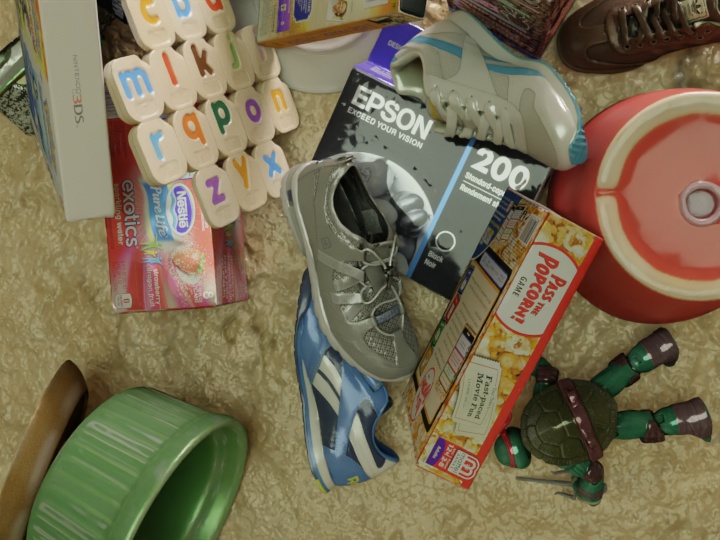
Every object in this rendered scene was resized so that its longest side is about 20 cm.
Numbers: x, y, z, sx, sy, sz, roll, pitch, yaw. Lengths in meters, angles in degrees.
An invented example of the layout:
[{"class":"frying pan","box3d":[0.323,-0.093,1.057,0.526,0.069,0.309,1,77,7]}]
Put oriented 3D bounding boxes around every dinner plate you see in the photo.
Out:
[{"class":"dinner plate","box3d":[-0.035,-0.265,0.799,0.197,0.024,0.203,0,91,11]}]

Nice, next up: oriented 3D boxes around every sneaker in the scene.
[{"class":"sneaker","box3d":[-0.015,0.093,0.780,0.081,0.074,0.203,-8,94,5]},{"class":"sneaker","box3d":[0.000,0.000,0.719,0.082,0.074,0.202,-18,101,50]},{"class":"sneaker","box3d":[0.261,-0.215,0.718,0.197,0.076,0.071,-12,89,10]},{"class":"sneaker","box3d":[0.099,-0.129,0.682,0.080,0.077,0.200,-32,45,-10]},{"class":"sneaker","box3d":[-0.272,-0.204,0.833,0.199,0.077,0.089,-35,117,7]}]

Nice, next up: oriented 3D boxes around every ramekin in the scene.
[{"class":"ramekin","box3d":[-0.191,0.200,0.752,0.097,0.200,0.202,24,95,16]}]

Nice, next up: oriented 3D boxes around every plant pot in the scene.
[{"class":"plant pot","box3d":[-0.281,0.179,0.770,0.027,0.200,0.202,20,95,-8]},{"class":"plant pot","box3d":[0.244,-0.051,0.673,0.197,0.177,0.204,0,92,10]}]

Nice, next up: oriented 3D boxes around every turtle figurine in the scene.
[{"class":"turtle figurine","box3d":[0.181,0.128,0.733,0.198,0.101,0.152,-21,87,4]}]

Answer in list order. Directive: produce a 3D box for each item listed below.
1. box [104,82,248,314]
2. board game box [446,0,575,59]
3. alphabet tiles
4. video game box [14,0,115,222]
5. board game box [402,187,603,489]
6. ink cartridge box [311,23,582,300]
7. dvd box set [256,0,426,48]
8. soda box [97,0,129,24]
[{"class":"box","box3d":[-0.166,-0.067,0.789,0.101,0.095,0.203,-5,91,10]},{"class":"board game box","box3d":[0.142,-0.273,0.675,0.096,0.200,0.161,32,97,7]},{"class":"alphabet tiles","box3d":[-0.125,-0.143,0.730,0.014,0.200,0.198,-11,105,36]},{"class":"video game box","box3d":[-0.245,-0.171,0.707,0.046,0.182,0.202,-13,128,-25]},{"class":"board game box","box3d":[0.099,0.043,0.672,0.046,0.152,0.202,25,100,-6]},{"class":"ink cartridge box","box3d":[0.063,-0.095,0.766,0.196,0.043,0.202,27,100,9]},{"class":"dvd box set","box3d":[-0.016,-0.265,0.707,0.199,0.029,0.149,7,93,52]},{"class":"soda box","box3d":[-0.231,-0.287,0.765,0.199,0.070,0.064,38,136,31]}]
